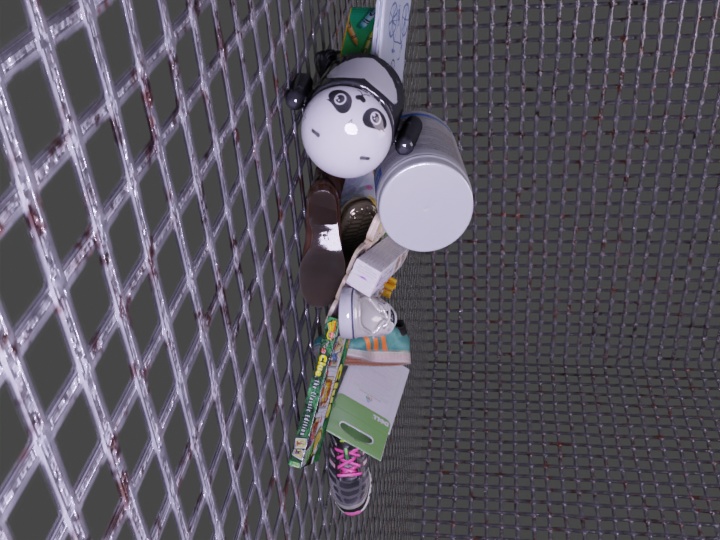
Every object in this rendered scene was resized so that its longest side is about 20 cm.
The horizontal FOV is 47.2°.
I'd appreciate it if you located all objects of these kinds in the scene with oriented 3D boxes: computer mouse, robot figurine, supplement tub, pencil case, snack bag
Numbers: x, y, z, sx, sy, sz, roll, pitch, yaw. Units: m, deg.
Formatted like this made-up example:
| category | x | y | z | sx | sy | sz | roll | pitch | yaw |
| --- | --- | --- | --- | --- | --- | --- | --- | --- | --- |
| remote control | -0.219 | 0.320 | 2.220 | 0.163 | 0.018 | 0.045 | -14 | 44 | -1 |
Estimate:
| category | x | y | z | sx | sy | sz | roll | pitch | yaw |
| --- | --- | --- | --- | --- | --- | --- | --- | --- | --- |
| computer mouse | -0.034 | -0.310 | 1.310 | 0.201 | 0.043 | 0.112 | -71 | 159 | -64 |
| robot figurine | -0.007 | -0.207 | 1.072 | 0.201 | 0.148 | 0.126 | -71 | 143 | -53 |
| supplement tub | 0.082 | -0.129 | 1.145 | 0.201 | 0.129 | 0.134 | -92 | 178 | -61 |
| pencil case | 0.006 | -0.163 | 1.435 | 0.084 | 0.089 | 0.203 | 74 | 18 | -49 |
| snack bag | 0.041 | -0.319 | 1.240 | 0.189 | 0.021 | 0.204 | -51 | 149 | -67 |

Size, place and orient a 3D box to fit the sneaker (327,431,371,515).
| category | x | y | z | sx | sy | sz | roll | pitch | yaw |
| --- | --- | --- | --- | --- | --- | --- | --- | --- | --- |
| sneaker | -0.022 | 0.294 | 1.353 | 0.088 | 0.072 | 0.204 | 75 | 13 | -61 |

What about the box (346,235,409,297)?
| category | x | y | z | sx | sy | sz | roll | pitch | yaw |
| --- | --- | --- | --- | --- | --- | --- | --- | --- | --- |
| box | 0.029 | -0.011 | 1.162 | 0.039 | 0.041 | 0.200 | -64 | 173 | 18 |

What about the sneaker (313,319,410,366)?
| category | x | y | z | sx | sy | sz | roll | pitch | yaw |
| --- | --- | --- | --- | --- | --- | --- | --- | --- | --- |
| sneaker | 0.002 | 0.106 | 1.293 | 0.198 | 0.071 | 0.082 | 11 | 71 | -45 |

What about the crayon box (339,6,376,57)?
| category | x | y | z | sx | sy | sz | roll | pitch | yaw |
| --- | --- | --- | --- | --- | --- | --- | --- | --- | --- |
| crayon box | 0.002 | -0.283 | 1.263 | 0.119 | 0.057 | 0.204 | 66 | 32 | -66 |

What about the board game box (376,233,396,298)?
| category | x | y | z | sx | sy | sz | roll | pitch | yaw |
| --- | --- | --- | --- | --- | --- | --- | --- | --- | --- |
| board game box | 0.021 | 0.043 | 1.419 | 0.202 | 0.026 | 0.201 | -59 | 167 | -31 |

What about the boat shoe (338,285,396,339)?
| category | x | y | z | sx | sy | sz | roll | pitch | yaw |
| --- | --- | --- | --- | --- | --- | --- | --- | --- | --- |
| boat shoe | 0.015 | 0.062 | 1.133 | 0.200 | 0.068 | 0.073 | 41 | 50 | -77 |

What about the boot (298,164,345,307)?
| category | x | y | z | sx | sy | sz | roll | pitch | yaw |
| --- | --- | --- | --- | --- | --- | --- | --- | --- | --- |
| boot | -0.049 | -0.073 | 1.198 | 0.201 | 0.063 | 0.190 | -90 | -173 | -63 |

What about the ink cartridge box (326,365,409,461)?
| category | x | y | z | sx | sy | sz | roll | pitch | yaw |
| --- | --- | --- | --- | --- | --- | --- | --- | --- | --- |
| ink cartridge box | 0.002 | 0.217 | 1.316 | 0.060 | 0.103 | 0.201 | -54 | -172 | 40 |

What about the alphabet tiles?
| category | x | y | z | sx | sy | sz | roll | pitch | yaw |
| --- | --- | --- | --- | --- | --- | --- | --- | --- | --- |
| alphabet tiles | 0.000 | 0.000 | 1.203 | 0.196 | 0.014 | 0.203 | -48 | 162 | -69 |

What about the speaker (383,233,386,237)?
| category | x | y | z | sx | sy | sz | roll | pitch | yaw |
| --- | --- | --- | --- | --- | --- | --- | --- | --- | --- |
| speaker | 0.018 | -0.070 | 1.544 | 0.200 | 0.086 | 0.090 | -68 | 157 | -67 |

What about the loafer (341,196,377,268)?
| category | x | y | z | sx | sy | sz | roll | pitch | yaw |
| --- | --- | --- | --- | --- | --- | --- | --- | --- | --- |
| loafer | -0.020 | -0.054 | 1.310 | 0.201 | 0.075 | 0.068 | 108 | -35 | -52 |

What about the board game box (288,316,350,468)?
| category | x | y | z | sx | sy | sz | roll | pitch | yaw |
| --- | --- | --- | --- | --- | --- | --- | --- | --- | --- |
| board game box | -0.052 | 0.168 | 1.142 | 0.105 | 0.023 | 0.204 | 37 | 68 | -80 |
